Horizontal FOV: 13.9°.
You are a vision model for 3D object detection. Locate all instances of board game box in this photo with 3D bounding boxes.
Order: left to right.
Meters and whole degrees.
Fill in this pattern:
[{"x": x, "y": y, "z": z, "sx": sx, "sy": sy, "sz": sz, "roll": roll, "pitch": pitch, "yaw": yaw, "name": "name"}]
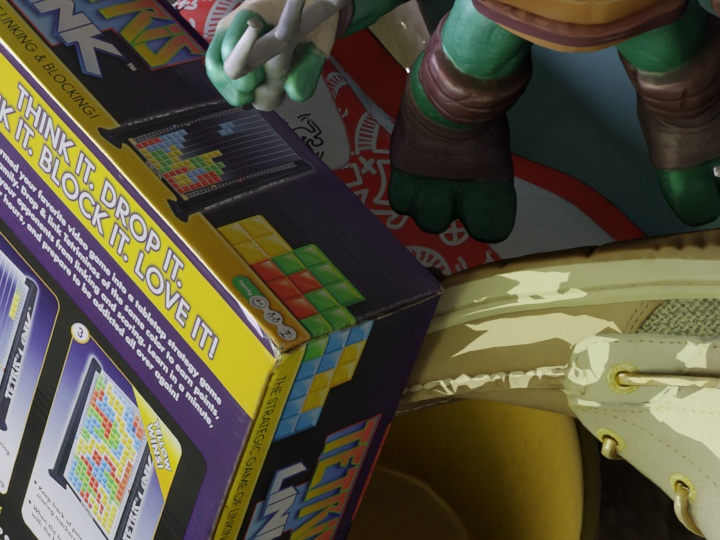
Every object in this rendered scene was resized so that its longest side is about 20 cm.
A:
[{"x": -0.079, "y": 0.007, "z": 0.780, "sx": 0.200, "sy": 0.057, "sz": 0.166, "roll": 47, "pitch": 135, "yaw": 28, "name": "board game box"}]

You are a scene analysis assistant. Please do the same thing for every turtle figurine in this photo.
[{"x": 0.050, "y": -0.059, "z": 0.663, "sx": 0.200, "sy": 0.149, "sz": 0.101, "roll": 74, "pitch": -151, "yaw": -75, "name": "turtle figurine"}]

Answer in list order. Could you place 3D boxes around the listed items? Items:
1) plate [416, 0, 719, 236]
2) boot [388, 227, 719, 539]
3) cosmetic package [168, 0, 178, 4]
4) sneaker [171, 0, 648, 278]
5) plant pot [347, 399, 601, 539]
[{"x": 0.071, "y": -0.086, "z": 0.809, "sx": 0.200, "sy": 0.026, "sz": 0.201, "roll": 45, "pitch": 148, "yaw": 38, "name": "plate"}, {"x": 0.094, "y": 0.067, "z": 0.714, "sx": 0.200, "sy": 0.072, "sz": 0.155, "roll": -7, "pitch": 90, "yaw": 25, "name": "boot"}, {"x": -0.074, "y": -0.042, "z": 1.026, "sx": 0.081, "sy": 0.113, "sz": 0.200, "roll": 44, "pitch": 148, "yaw": 36, "name": "cosmetic package"}, {"x": -0.001, "y": 0.000, "z": 0.839, "sx": 0.201, "sy": 0.108, "sz": 0.067, "roll": 41, "pitch": 149, "yaw": 20, "name": "sneaker"}, {"x": -0.016, "y": 0.093, "z": 0.970, "sx": 0.200, "sy": 0.200, "sz": 0.142, "roll": 55, "pitch": 175, "yaw": 22, "name": "plant pot"}]
